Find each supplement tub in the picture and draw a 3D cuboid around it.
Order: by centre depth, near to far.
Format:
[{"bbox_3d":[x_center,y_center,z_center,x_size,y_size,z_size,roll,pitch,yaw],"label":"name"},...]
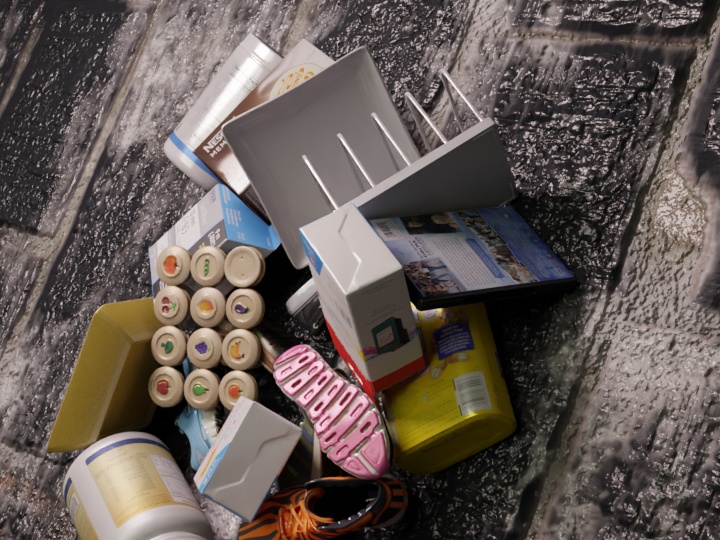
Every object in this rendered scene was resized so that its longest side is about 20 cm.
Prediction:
[{"bbox_3d":[-0.263,0.307,1.628,0.144,0.144,0.200,-48,46,10],"label":"supplement tub"},{"bbox_3d":[-0.158,-0.202,1.819,0.200,0.132,0.132,-52,45,6],"label":"supplement tub"}]

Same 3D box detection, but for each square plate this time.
[{"bbox_3d":[-0.037,-0.133,1.605,0.200,0.198,0.028,-30,20,-8],"label":"square plate"}]

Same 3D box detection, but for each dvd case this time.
[{"bbox_3d":[0.115,-0.016,1.455,0.143,0.200,0.018,55,140,42],"label":"dvd case"}]

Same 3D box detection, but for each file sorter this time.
[{"bbox_3d":[0.052,-0.109,1.532,0.200,0.139,0.125,-32,53,-3],"label":"file sorter"}]

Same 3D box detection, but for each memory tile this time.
[{"bbox_3d":[-0.187,0.069,1.639,0.153,0.017,0.201,2,88,23],"label":"memory tile"}]

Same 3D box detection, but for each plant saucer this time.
[{"bbox_3d":[-0.295,0.135,1.711,0.048,0.200,0.200,25,102,18],"label":"plant saucer"}]

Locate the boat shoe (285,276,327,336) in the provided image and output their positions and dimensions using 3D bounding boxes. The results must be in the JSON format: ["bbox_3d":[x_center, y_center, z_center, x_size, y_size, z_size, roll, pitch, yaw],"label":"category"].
[{"bbox_3d":[0.000,0.000,1.631,0.200,0.069,0.057,-40,82,8],"label":"boat shoe"}]

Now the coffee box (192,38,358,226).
[{"bbox_3d":[-0.091,-0.171,1.666,0.200,0.080,0.114,-45,51,-2],"label":"coffee box"}]

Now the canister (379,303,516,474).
[{"bbox_3d":[0.083,0.105,1.481,0.148,0.086,0.200,-31,52,26],"label":"canister"}]

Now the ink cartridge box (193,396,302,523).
[{"bbox_3d":[-0.131,0.209,1.532,0.115,0.068,0.200,-60,6,-8],"label":"ink cartridge box"}]

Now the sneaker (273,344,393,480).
[{"bbox_3d":[-0.016,0.160,1.461,0.074,0.087,0.200,-45,47,-1],"label":"sneaker"}]

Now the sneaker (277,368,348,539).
[{"bbox_3d":[-0.066,0.213,1.561,0.090,0.067,0.201,-10,65,31],"label":"sneaker"}]

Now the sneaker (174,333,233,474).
[{"bbox_3d":[-0.205,0.167,1.702,0.090,0.078,0.200,-36,48,25],"label":"sneaker"}]

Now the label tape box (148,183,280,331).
[{"bbox_3d":[-0.180,-0.039,1.726,0.200,0.066,0.143,-44,30,17],"label":"label tape box"}]

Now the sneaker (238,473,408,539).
[{"bbox_3d":[-0.056,0.255,1.440,0.200,0.112,0.078,-22,72,16],"label":"sneaker"}]

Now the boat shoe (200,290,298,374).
[{"bbox_3d":[-0.140,0.091,1.696,0.074,0.076,0.200,-59,36,6],"label":"boat shoe"}]

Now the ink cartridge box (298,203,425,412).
[{"bbox_3d":[0.006,0.043,1.422,0.067,0.200,0.116,-27,48,-11],"label":"ink cartridge box"}]
